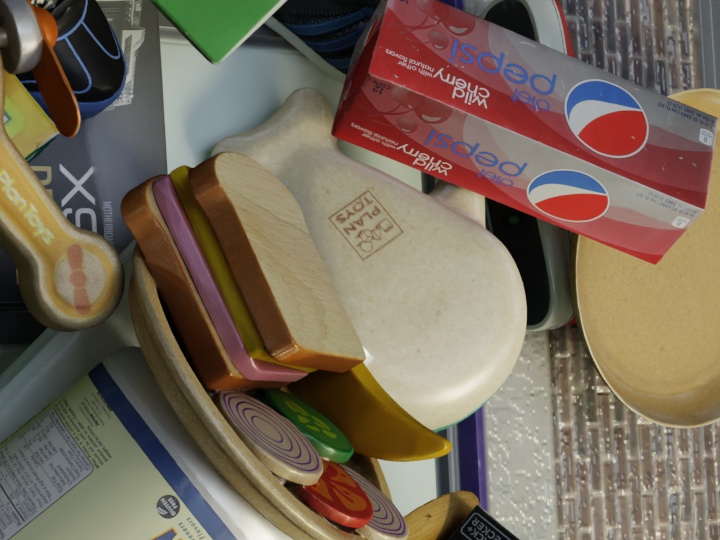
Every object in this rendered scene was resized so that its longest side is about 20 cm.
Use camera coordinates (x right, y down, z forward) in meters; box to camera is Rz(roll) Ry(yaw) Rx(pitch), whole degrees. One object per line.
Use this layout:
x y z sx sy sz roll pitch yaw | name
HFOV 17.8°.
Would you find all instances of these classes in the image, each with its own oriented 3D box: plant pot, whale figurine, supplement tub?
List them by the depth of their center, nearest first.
-0.138 0.148 1.076 0.200 0.145 0.145 -39 108 -5 | supplement tub
0.000 0.000 1.264 0.159 0.104 0.200 -37 81 -19 | whale figurine
0.192 -0.008 1.365 0.199 0.027 0.201 -5 98 -37 | plant pot

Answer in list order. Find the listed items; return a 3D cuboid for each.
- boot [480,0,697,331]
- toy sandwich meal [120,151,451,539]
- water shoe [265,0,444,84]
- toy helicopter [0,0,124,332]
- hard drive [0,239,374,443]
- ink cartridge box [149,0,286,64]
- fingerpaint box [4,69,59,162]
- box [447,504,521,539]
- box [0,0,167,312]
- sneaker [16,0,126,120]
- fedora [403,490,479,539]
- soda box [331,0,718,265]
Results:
0.141 -0.074 1.376 0.144 0.072 0.201 -13 99 -35 | boot
-0.032 0.038 1.064 0.070 0.205 0.205 -37 111 14 | toy sandwich meal
-0.004 -0.151 1.277 0.199 0.079 0.072 23 72 -30 | water shoe
-0.168 -0.061 1.017 0.132 0.079 0.200 -46 109 -27 | toy helicopter
-0.107 0.070 1.159 0.200 0.026 0.132 -46 111 -3 | hard drive
-0.102 -0.209 1.129 0.083 0.147 0.200 -42 97 14 | ink cartridge box
-0.269 -0.062 1.049 0.200 0.073 0.167 -42 96 -18 | fingerpaint box
0.028 0.226 1.188 0.060 0.117 0.200 38 83 20 | box
-0.177 -0.078 1.165 0.157 0.050 0.201 1 83 -33 | box
-0.177 -0.153 1.099 0.200 0.078 0.070 46 61 -20 | sneaker
-0.021 0.171 1.201 0.082 0.201 0.200 39 55 21 | fedora
0.090 -0.078 1.248 0.199 0.063 0.070 22 55 -9 | soda box
